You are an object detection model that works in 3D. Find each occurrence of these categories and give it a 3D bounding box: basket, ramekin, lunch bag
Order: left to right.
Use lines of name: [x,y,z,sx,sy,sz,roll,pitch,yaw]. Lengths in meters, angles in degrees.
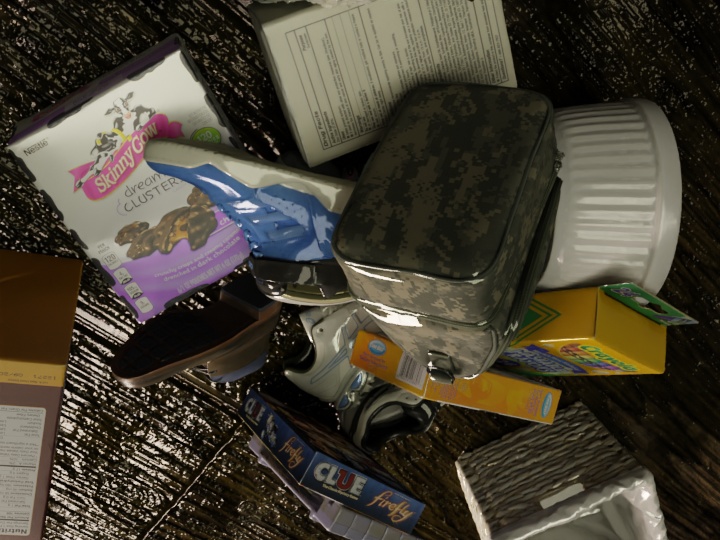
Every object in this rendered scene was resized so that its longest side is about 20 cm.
lunch bag: [0.083,-0.030,0.672,0.138,0.201,0.168,11,149,23]
basket: [0.242,0.303,1.001,0.197,0.161,0.201,-24,118,-2]
ramekin: [0.214,-0.064,0.798,0.104,0.201,0.202,1,116,-3]

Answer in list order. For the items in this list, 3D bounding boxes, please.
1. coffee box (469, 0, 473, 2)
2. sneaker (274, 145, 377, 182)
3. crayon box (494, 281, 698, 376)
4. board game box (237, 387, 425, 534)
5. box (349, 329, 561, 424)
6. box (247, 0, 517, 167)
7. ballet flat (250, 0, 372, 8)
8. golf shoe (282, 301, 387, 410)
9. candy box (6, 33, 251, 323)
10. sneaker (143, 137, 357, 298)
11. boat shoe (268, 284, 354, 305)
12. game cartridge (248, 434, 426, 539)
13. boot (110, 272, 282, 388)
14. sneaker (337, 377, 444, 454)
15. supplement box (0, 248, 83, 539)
coffee box: [0.006,-0.290,0.610,0.114,0.200,0.080,3,122,-58]
sneaker: [0.026,-0.108,0.783,0.199,0.084,0.121,13,117,-29]
crayon box: [0.201,0.063,0.802,0.125,0.199,0.052,24,67,-38]
board game box: [-0.036,0.189,0.849,0.135,0.200,0.035,32,85,-26]
box: [0.102,0.106,0.816,0.199,0.119,0.042,15,91,-36]
box: [0.018,-0.196,0.725,0.199,0.109,0.129,-21,120,-4]
ballet flat: [-0.048,-0.239,0.651,0.071,0.200,0.072,-21,127,-31]
golf shoe: [-0.012,0.051,0.861,0.097,0.078,0.201,21,107,-16]
candy box: [-0.183,-0.080,0.750,0.167,0.072,0.201,-29,120,1]
sneaker: [-0.090,-0.037,0.691,0.198,0.077,0.112,14,102,-8]
boat shoe: [0.000,0.000,0.780,0.198,0.075,0.068,-6,160,-8]
game cartridge: [-0.027,0.234,0.869,0.129,0.200,0.039,37,83,-31]
boot: [-0.149,0.084,0.800,0.199,0.074,0.098,-29,138,-42]
sneaker: [0.073,0.138,0.917,0.199,0.088,0.076,-32,118,0]
supplement box: [-0.331,0.111,0.733,0.132,0.198,0.201,9,113,-18]
